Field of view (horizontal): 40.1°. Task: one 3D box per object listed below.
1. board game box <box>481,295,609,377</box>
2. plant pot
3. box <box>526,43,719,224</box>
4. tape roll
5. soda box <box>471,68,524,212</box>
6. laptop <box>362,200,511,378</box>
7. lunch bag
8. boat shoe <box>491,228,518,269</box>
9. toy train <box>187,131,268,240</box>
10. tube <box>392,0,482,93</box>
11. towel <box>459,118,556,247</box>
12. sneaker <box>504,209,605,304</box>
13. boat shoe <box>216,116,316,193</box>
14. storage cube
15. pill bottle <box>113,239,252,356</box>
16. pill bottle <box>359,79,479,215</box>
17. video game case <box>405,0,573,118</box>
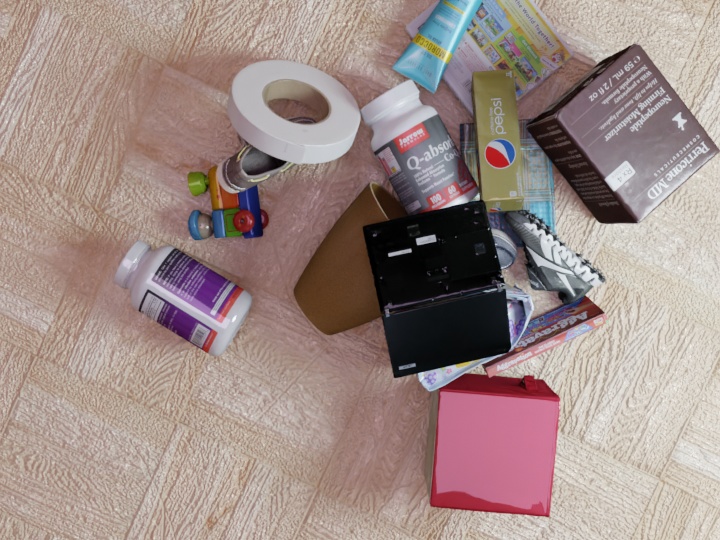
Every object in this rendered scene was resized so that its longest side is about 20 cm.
[{"bbox_3d":[0.274,0.099,1.517,0.198,0.103,0.020,-25,106,1],"label":"board game box"},{"bbox_3d":[0.000,0.000,1.487,0.199,0.186,0.187,-38,92,13],"label":"plant pot"},{"bbox_3d":[0.383,-0.197,1.462,0.166,0.164,0.200,-41,95,-3],"label":"box"},{"bbox_3d":[-0.098,-0.237,1.463,0.201,0.204,0.037,22,133,-1],"label":"tape roll"},{"bbox_3d":[0.202,-0.192,1.461,0.063,0.068,0.203,-4,78,3],"label":"soda box"},{"bbox_3d":[0.109,0.027,1.382,0.175,0.103,0.202,-12,74,-1],"label":"laptop"},{"bbox_3d":[0.155,0.074,1.483,0.198,0.170,0.128,-25,97,3],"label":"lunch bag"},{"bbox_3d":[0.169,-0.016,1.470,0.198,0.093,0.075,14,130,-34],"label":"boat shoe"},{"bbox_3d":[-0.216,-0.146,1.521,0.114,0.085,0.203,-6,93,14],"label":"toy train"},{"bbox_3d":[0.132,-0.375,1.500,0.077,0.050,0.201,33,96,16],"label":"tube"},{"bbox_3d":[0.232,-0.134,1.546,0.145,0.022,0.203,-4,93,-1],"label":"towel"},{"bbox_3d":[0.282,-0.015,1.516,0.199,0.067,0.091,38,106,-20],"label":"sneaker"},{"bbox_3d":[-0.126,-0.180,1.474,0.199,0.059,0.072,-37,104,-38],"label":"boat shoe"},{"bbox_3d":[0.194,0.255,1.492,0.177,0.171,0.203,4,94,1],"label":"storage cube"},{"bbox_3d":[-0.272,0.037,1.509,0.199,0.112,0.113,32,93,-1],"label":"pill bottle"},{"bbox_3d":[0.086,-0.177,1.496,0.115,0.116,0.201,-30,93,1],"label":"pill bottle"},{"bbox_3d":[0.199,-0.354,1.527,0.181,0.023,0.201,-38,87,2],"label":"video game case"}]
